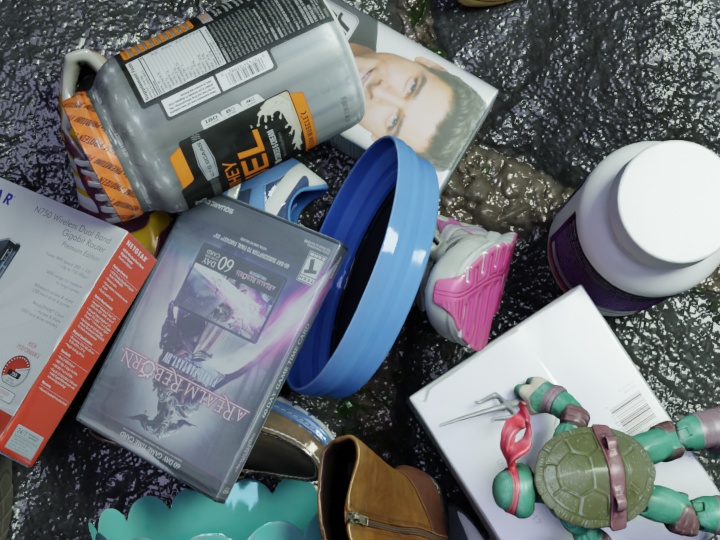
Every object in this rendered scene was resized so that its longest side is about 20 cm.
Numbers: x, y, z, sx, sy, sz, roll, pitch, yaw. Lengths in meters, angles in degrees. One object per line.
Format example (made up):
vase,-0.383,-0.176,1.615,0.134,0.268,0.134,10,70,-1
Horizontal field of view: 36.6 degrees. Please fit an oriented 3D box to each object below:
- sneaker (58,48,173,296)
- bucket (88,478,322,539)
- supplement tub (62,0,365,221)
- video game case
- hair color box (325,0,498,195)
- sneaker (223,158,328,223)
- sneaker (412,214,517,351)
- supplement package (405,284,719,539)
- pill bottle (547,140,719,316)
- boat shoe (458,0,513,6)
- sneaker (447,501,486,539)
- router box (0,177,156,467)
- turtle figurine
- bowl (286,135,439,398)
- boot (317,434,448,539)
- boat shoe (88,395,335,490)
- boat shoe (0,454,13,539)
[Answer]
sneaker,-0.202,-0.077,0.871,0.074,0.090,0.202,-19,81,-2
bucket,-0.086,0.231,0.773,0.205,0.207,0.136,-6,89,-1
supplement tub,-0.106,-0.122,0.796,0.199,0.123,0.123,-27,82,-7
video game case,-0.111,0.048,0.798,0.142,0.019,0.201,22,81,28
hair color box,0.002,-0.149,0.897,0.199,0.061,0.099,31,83,4
sneaker,-0.087,-0.003,0.870,0.082,0.074,0.202,17,83,1
sneaker,0.063,0.004,0.811,0.087,0.200,0.082,15,98,9
supplement package,0.151,0.140,0.827,0.155,0.111,0.201,-32,83,-4
pill bottle,0.208,-0.031,0.807,0.110,0.200,0.113,0,82,0
boat shoe,0.158,-0.292,0.918,0.199,0.074,0.070,-27,70,-5
sneaker,0.074,0.280,0.825,0.084,0.074,0.202,-12,82,-1
router box,-0.283,0.026,0.829,0.199,0.049,0.180,20,73,27
turtle figurine,0.156,0.144,0.726,0.198,0.101,0.151,-2,82,-5
bowl,0.000,0.000,0.809,0.039,0.200,0.202,21,82,-15
boot,0.029,0.214,0.712,0.068,0.200,0.190,-5,73,15
boat shoe,-0.115,0.131,0.828,0.198,0.073,0.073,11,44,21
boat shoe,-0.317,0.164,0.852,0.073,0.075,0.202,3,73,11
